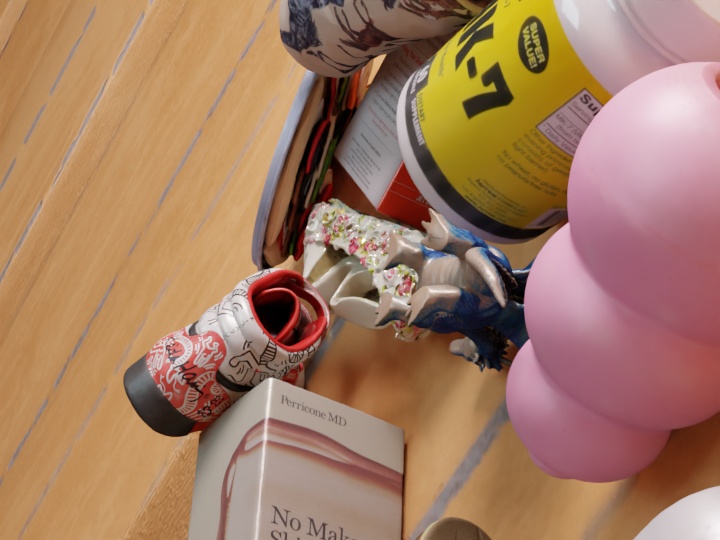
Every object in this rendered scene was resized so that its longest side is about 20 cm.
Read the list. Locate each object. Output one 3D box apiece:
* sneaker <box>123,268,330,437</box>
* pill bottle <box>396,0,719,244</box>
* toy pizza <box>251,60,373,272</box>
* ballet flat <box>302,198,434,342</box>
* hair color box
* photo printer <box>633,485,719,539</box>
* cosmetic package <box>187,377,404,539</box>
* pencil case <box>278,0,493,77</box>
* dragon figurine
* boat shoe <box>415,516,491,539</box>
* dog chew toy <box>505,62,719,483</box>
[{"bbox_3d":[-0.054,0.050,1.083,0.108,0.201,0.067,-36,77,20],"label":"sneaker"},{"bbox_3d":[0.116,-0.105,0.885,0.200,0.114,0.115,-38,37,46],"label":"pill bottle"},{"bbox_3d":[-0.024,-0.088,1.184,0.200,0.032,0.201,21,-90,-85],"label":"toy pizza"},{"bbox_3d":[0.000,0.000,1.069,0.064,0.076,0.200,-42,20,-13],"label":"ballet flat"},{"bbox_3d":[0.065,-0.130,1.069,0.201,0.061,0.102,-62,26,14],"label":"hair color box"},{"bbox_3d":[0.120,0.193,0.676,0.200,0.069,0.167,-52,29,30],"label":"photo printer"},{"bbox_3d":[-0.039,0.176,0.975,0.087,0.103,0.201,-41,37,43],"label":"cosmetic package"},{"bbox_3d":[0.027,-0.167,1.017,0.200,0.089,0.078,-10,90,59],"label":"pencil case"},{"bbox_3d":[0.069,0.011,0.877,0.200,0.099,0.059,151,129,-71],"label":"dragon figurine"},{"bbox_3d":[0.031,0.217,0.835,0.067,0.072,0.201,-34,43,47],"label":"boat shoe"},{"bbox_3d":[0.129,0.011,0.763,0.125,0.124,0.201,-104,35,-53],"label":"dog chew toy"}]
